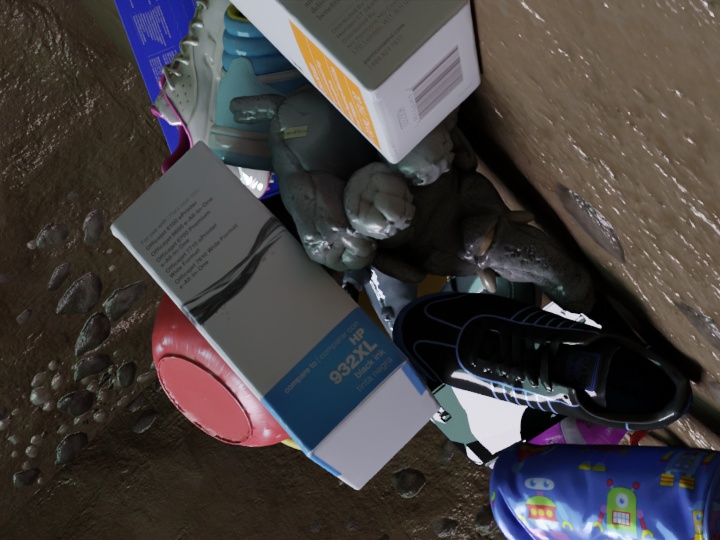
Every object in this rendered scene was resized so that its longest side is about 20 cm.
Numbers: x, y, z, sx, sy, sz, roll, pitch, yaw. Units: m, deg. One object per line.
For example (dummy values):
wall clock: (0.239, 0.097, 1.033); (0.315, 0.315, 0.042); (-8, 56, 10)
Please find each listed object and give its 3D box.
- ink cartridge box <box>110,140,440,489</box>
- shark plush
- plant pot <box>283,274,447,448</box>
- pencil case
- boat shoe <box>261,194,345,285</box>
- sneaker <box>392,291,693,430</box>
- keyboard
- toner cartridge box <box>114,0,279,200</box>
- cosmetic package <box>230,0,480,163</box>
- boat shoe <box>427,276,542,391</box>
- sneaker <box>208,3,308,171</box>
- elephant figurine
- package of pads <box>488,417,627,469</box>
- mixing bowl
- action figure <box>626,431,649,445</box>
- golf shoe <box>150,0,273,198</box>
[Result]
ink cartridge box: (-0.051, 0.031, 0.810); (0.200, 0.084, 0.145); (46, 177, 21)
shark plush: (0.000, 0.000, 0.979); (0.090, 0.083, 0.203); (2, 116, 33)
plant pot: (-0.021, 0.037, 1.201); (0.199, 0.188, 0.203); (24, 131, 30)
pencil case: (0.180, 0.165, 0.879); (0.077, 0.088, 0.198); (9, 169, -43)
boat shoe: (-0.074, -0.070, 1.067); (0.201, 0.073, 0.063); (49, 178, 18)
sneaker: (0.117, 0.055, 0.813); (0.197, 0.071, 0.078); (13, 173, 3)
keyboard: (0.117, 0.066, 0.930); (0.104, 0.040, 0.200); (44, 134, -4)
toner cartridge box: (-0.118, -0.150, 0.997); (0.043, 0.094, 0.203); (-58, -51, -77)
cosmetic package: (-0.029, -0.162, 0.676); (0.200, 0.071, 0.102); (47, 176, 18)
boat shoe: (0.088, 0.041, 0.990); (0.073, 0.061, 0.201); (48, 152, 19)
sneaker: (-0.030, -0.143, 0.885); (0.079, 0.133, 0.199); (10, -166, 25)
elephant figurine: (0.039, -0.041, 0.803); (0.199, 0.140, 0.157); (28, -138, -54)
package of pads: (0.141, 0.114, 1.063); (0.075, 0.121, 0.200); (36, 179, -19)
mixing bowl: (-0.096, 0.068, 1.023); (0.198, 0.109, 0.202); (27, 145, 21)
action figure: (0.243, 0.168, 1.053); (0.065, 0.052, 0.200); (43, 176, 1)
golf shoe: (-0.110, -0.150, 0.924); (0.075, 0.090, 0.203); (-138, 45, -73)
